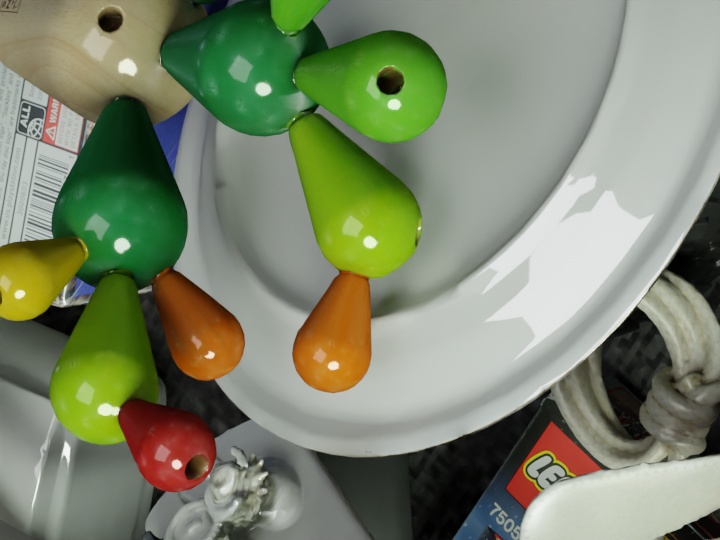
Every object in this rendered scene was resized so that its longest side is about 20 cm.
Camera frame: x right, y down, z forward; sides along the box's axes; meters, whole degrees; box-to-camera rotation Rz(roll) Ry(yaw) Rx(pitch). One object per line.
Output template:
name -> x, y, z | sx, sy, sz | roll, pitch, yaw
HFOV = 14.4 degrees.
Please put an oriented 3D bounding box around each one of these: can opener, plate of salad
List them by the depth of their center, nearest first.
can opener -> -0.002, 0.104, 0.734 | 0.053, 0.067, 0.200 | -38, 35, 0
plate of salad -> 0.028, -0.045, 0.740 | 0.200, 0.048, 0.201 | -23, 54, 36

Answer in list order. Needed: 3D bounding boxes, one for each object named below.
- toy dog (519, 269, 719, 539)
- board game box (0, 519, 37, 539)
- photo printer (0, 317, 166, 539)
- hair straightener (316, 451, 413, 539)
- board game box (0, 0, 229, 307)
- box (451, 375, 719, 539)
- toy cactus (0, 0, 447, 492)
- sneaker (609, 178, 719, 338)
toy dog -> 0.077, 0.101, 0.721 | 0.132, 0.096, 0.201 | 12, 102, 32
board game box -> -0.055, 0.127, 0.764 | 0.200, 0.096, 0.030 | 27, 112, -3
photo printer -> -0.167, 0.078, 0.950 | 0.200, 0.069, 0.167 | 22, 108, 30
hair straightener -> 0.000, 0.000, 0.823 | 0.041, 0.077, 0.201 | 3, 86, -1
board game box -> -0.122, -0.098, 0.880 | 0.200, 0.097, 0.160 | 21, 107, 31
box -> 0.097, 0.146, 0.797 | 0.200, 0.040, 0.137 | 44, 119, 22
toy cactus -> -0.046, -0.053, 0.716 | 0.165, 0.102, 0.201 | 16, 87, 50
sneaker -> 0.082, -0.053, 0.777 | 0.200, 0.076, 0.088 | -37, 55, 32
